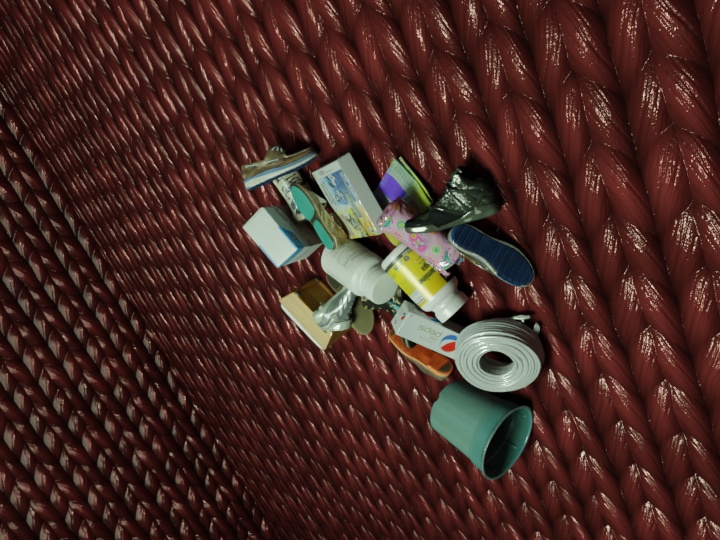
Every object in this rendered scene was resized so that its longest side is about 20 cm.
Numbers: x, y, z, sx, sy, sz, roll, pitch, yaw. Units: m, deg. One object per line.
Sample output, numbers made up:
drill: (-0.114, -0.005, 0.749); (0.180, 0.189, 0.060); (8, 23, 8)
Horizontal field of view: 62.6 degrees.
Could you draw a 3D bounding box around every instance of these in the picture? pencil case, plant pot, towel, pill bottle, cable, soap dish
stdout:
pencil case: (-0.183, -0.220, 1.567); (0.200, 0.089, 0.078); (57, 143, -6)
pencil case: (0.133, -0.075, 1.304); (0.200, 0.088, 0.087); (36, 146, -10)
plant pot: (0.295, 0.386, 1.500); (0.196, 0.200, 0.200); (26, 138, 42)
towel: (0.085, -0.153, 1.374); (0.144, 0.023, 0.200); (55, 146, 11)
pill bottle: (0.154, 0.022, 1.389); (0.200, 0.112, 0.112); (47, 144, 6)
pill bottle: (0.000, 0.000, 1.507); (0.200, 0.114, 0.115); (35, 143, 41)
cable: (0.315, 0.196, 1.350); (0.200, 0.069, 0.200); (-6, 125, 22)
soap dish: (-0.121, 0.119, 1.751); (0.200, 0.157, 0.081); (46, 128, 7)

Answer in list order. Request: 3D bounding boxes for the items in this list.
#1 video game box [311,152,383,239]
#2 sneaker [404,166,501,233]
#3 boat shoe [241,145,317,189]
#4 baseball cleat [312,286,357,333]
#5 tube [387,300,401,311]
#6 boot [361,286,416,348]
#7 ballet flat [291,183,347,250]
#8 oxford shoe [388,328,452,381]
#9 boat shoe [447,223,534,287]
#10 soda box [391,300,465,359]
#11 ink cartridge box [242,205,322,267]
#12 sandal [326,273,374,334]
video game box: (-0.026, -0.174, 1.434); (0.200, 0.047, 0.182); (60, 162, -11)
sneaker: (0.175, -0.144, 1.206); (0.199, 0.076, 0.114); (-18, 101, 18)
boat shoe: (-0.207, -0.272, 1.478); (0.072, 0.200, 0.072); (-63, -50, -84)
baseball cleat: (-0.037, 0.096, 1.638); (0.200, 0.070, 0.106); (-39, 92, 16)
tube: (0.156, 0.134, 1.477); (0.200, 0.050, 0.077); (36, 172, -17)
boot: (0.081, 0.103, 1.573); (0.150, 0.073, 0.200); (10, 124, 42)
ballet flat: (-0.102, -0.141, 1.509); (0.200, 0.065, 0.071); (58, 146, 6)
oxford shoe: (0.155, 0.234, 1.612); (0.200, 0.071, 0.073); (37, 147, 19)
boat shoe: (0.274, -0.034, 1.248); (0.200, 0.072, 0.072); (35, 175, -1)
soda box: (0.178, 0.147, 1.416); (0.200, 0.064, 0.068); (25, 109, -18)
ink cartridge box: (-0.202, -0.097, 1.596); (0.085, 0.200, 0.145); (-42, 85, 18)
sandal: (-0.028, 0.086, 1.703); (0.212, 0.078, 0.070); (58, 176, 3)
